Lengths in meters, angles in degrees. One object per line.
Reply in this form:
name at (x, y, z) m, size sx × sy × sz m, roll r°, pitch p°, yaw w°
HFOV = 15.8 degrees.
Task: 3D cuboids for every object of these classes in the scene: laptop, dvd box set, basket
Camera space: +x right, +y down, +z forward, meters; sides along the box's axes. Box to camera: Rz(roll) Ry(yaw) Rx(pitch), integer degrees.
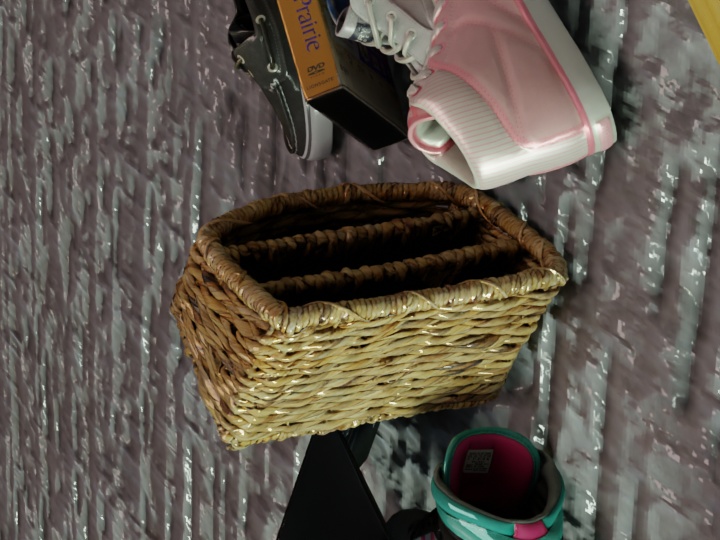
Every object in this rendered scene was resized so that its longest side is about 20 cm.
laptop at (0.011, 0.148, 1.668) m, size 0.103 × 0.200 × 0.178 m, roll 32°, pitch 136°, yaw 12°
dvd box set at (-0.027, -0.186, 1.637) m, size 0.146 × 0.029 × 0.201 m, roll 28°, pitch -136°, yaw -71°
basket at (0.000, 0.000, 1.543) m, size 0.149 × 0.199 × 0.143 m, roll 115°, pitch 140°, yaw -53°

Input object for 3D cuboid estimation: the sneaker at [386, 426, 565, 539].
sneaker at (0.066, 0.150, 1.587) m, size 0.200 × 0.083 × 0.121 m, roll 26°, pitch 121°, yaw 59°

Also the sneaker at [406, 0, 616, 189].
sneaker at (0.058, -0.129, 1.474) m, size 0.201 × 0.104 × 0.075 m, roll 62°, pitch 178°, yaw 31°

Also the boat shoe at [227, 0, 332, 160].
boat shoe at (-0.064, -0.164, 1.747) m, size 0.069 × 0.056 × 0.201 m, roll -128°, pitch 23°, yaw -63°

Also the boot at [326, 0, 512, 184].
boot at (0.029, -0.139, 1.555) m, size 0.074 × 0.095 × 0.201 m, roll -47°, pitch 56°, yaw 59°

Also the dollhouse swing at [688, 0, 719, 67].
dollhouse swing at (0.219, -0.138, 1.128) m, size 0.176 × 0.182 × 0.200 m, roll 45°, pitch -176°, yaw -15°
